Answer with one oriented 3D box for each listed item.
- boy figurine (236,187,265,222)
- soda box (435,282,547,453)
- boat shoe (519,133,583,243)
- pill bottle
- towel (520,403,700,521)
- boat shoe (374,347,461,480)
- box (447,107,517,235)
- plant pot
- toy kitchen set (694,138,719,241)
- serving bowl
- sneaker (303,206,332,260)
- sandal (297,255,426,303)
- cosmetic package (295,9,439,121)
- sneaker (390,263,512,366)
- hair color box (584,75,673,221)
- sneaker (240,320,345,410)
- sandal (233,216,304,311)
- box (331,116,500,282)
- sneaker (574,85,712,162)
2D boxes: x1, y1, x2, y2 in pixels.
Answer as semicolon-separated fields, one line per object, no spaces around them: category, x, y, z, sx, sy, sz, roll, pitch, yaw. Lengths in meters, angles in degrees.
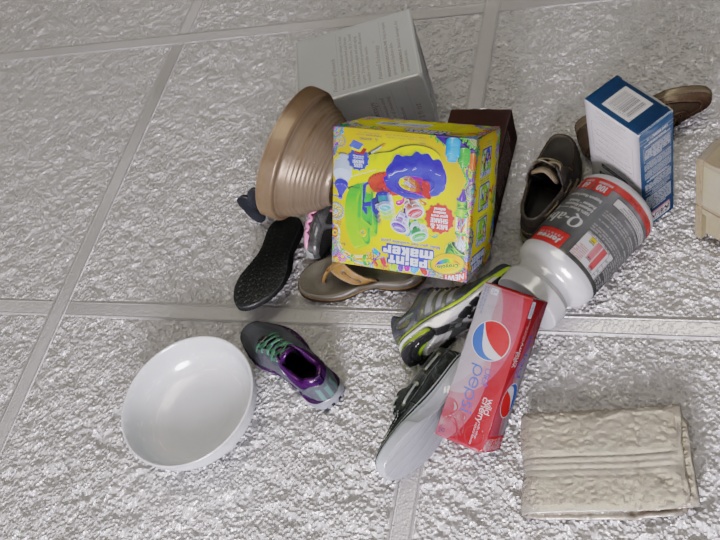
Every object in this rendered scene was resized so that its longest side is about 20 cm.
boy figurine;-0.116;-0.168;1.352;0.124;0.064;0.200;-22;28;53
soda box;0.162;0.120;1.013;0.070;0.063;0.200;19;94;30
boat shoe;0.279;-0.128;1.193;0.074;0.073;0.200;5;58;23
pill bottle;0.285;-0.024;1.091;0.200;0.116;0.116;-45;54;-14
towel;0.289;0.226;0.967;0.200;0.034;0.133;-6;53;17
boat shoe;0.076;0.183;1.060;0.071;0.072;0.200;20;54;40
box;0.170;-0.152;1.252;0.100;0.075;0.200;5;60;24
plant pot;-0.064;-0.156;1.190;0.093;0.201;0.201;24;66;11
toy kitchen set;0.549;-0.115;1.017;0.200;0.180;0.163;-45;55;-8
serving bowl;-0.233;0.194;1.158;0.200;0.066;0.200;-10;54;14
sneaker;-0.011;-0.092;1.282;0.095;0.079;0.200;27;69;21
sandal;0.000;0.000;1.216;0.200;0.055;0.082;-3;55;18
cosmetic package;0.015;-0.289;1.344;0.200;0.167;0.167;-14;53;11
sneaker;0.125;0.045;1.131;0.200;0.074;0.081;-32;48;-6
hair color box;0.363;-0.154;1.100;0.060;0.200;0.100;-36;52;-6
sneaker;-0.105;0.113;1.154;0.200;0.088;0.074;30;70;34
sandal;-0.133;-0.004;1.280;0.075;0.048;0.201;3;45;23
box;0.076;-0.104;1.132;0.200;0.193;0.122;9;20;22
sneaker;0.425;-0.211;1.216;0.200;0.070;0.076;-15;71;14
